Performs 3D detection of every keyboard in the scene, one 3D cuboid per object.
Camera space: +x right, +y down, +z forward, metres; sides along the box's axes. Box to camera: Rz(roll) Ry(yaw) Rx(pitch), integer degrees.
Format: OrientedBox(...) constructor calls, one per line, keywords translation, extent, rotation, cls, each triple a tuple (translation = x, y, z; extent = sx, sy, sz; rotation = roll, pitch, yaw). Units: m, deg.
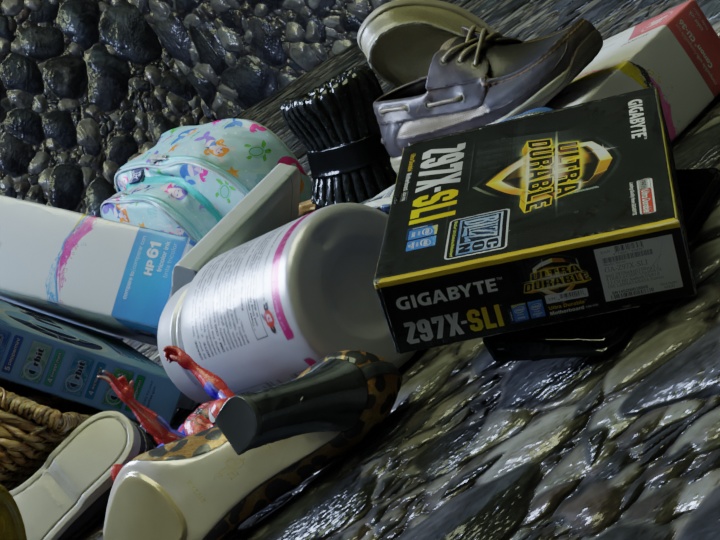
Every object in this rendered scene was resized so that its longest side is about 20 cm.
OrientedBox(translation=(0.133, 0.003, 0.949), extent=(0.104, 0.040, 0.200), rotation=(0, 29, 32), cls="keyboard")

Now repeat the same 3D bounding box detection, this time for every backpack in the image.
OrientedBox(translation=(-0.132, -0.048, 1.588), extent=(0.200, 0.178, 0.151), rotation=(-10, 29, 45), cls="backpack")

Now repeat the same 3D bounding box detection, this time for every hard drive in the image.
OrientedBox(translation=(-0.103, 0.010, 1.411), extent=(0.027, 0.132, 0.200), rotation=(15, 32, 16), cls="hard drive")

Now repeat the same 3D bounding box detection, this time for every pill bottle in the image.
OrientedBox(translation=(-0.051, 0.031, 1.140), extent=(0.113, 0.113, 0.200), rotation=(-42, 13, -34), cls="pill bottle")

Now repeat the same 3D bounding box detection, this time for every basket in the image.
OrientedBox(translation=(-0.287, 0.106, 1.330), extent=(0.149, 0.143, 0.200), rotation=(-37, -11, 8), cls="basket")

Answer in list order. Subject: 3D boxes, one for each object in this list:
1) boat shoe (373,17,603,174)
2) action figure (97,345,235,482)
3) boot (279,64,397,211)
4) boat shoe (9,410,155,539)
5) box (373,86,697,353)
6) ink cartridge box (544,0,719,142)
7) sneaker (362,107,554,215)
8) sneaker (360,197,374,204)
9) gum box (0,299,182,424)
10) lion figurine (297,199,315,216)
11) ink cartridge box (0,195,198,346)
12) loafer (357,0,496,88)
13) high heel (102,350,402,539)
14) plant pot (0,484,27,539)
OrientedBox(translation=(0.078, -0.129, 1.179), extent=(0.200, 0.073, 0.074), rotation=(-29, 12, 41), cls="boat shoe")
OrientedBox(translation=(-0.129, 0.093, 1.102), extent=(0.065, 0.099, 0.200), rotation=(-43, 7, -27), cls="action figure")
OrientedBox(translation=(-0.028, -0.069, 1.387), extent=(0.211, 0.158, 0.079), rotation=(-26, 14, 41), cls="boot")
OrientedBox(translation=(-0.229, 0.185, 1.236), extent=(0.200, 0.073, 0.063), rotation=(-40, -33, 2), cls="boat shoe")
OrientedBox(translation=(0.097, -0.032, 0.940), extent=(0.159, 0.049, 0.200), rotation=(-13, 23, 13), cls="box")
OrientedBox(translation=(0.159, -0.098, 1.178), extent=(0.200, 0.068, 0.116), rotation=(-43, 12, -33), cls="ink cartridge box")
OrientedBox(translation=(0.066, -0.048, 1.128), extent=(0.200, 0.077, 0.085), rotation=(-25, 22, 41), cls="sneaker")
OrientedBox(translation=(0.000, 0.000, 1.296), extent=(0.200, 0.075, 0.077), rotation=(-22, 48, 44), cls="sneaker")
OrientedBox(translation=(-0.260, 0.060, 1.341), extent=(0.170, 0.200, 0.045), rotation=(22, 91, 62), cls="gum box")
OrientedBox(translation=(0.026, -0.076, 1.507), extent=(0.122, 0.073, 0.200), rotation=(20, 62, 44), cls="lion figurine")
OrientedBox(translation=(-0.219, 0.006, 1.436), extent=(0.145, 0.200, 0.085), rotation=(41, -118, -70), cls="ink cartridge box")
OrientedBox(translation=(0.091, -0.146, 1.314), extent=(0.076, 0.200, 0.068), rotation=(-58, 18, 34), cls="loafer")
OrientedBox(translation=(-0.063, 0.119, 1.011), extent=(0.142, 0.071, 0.200), rotation=(-13, -24, -47), cls="high heel")
OrientedBox(translation=(-0.295, 0.191, 1.077), extent=(0.142, 0.200, 0.200), rotation=(-6, 16, 9), cls="plant pot")
